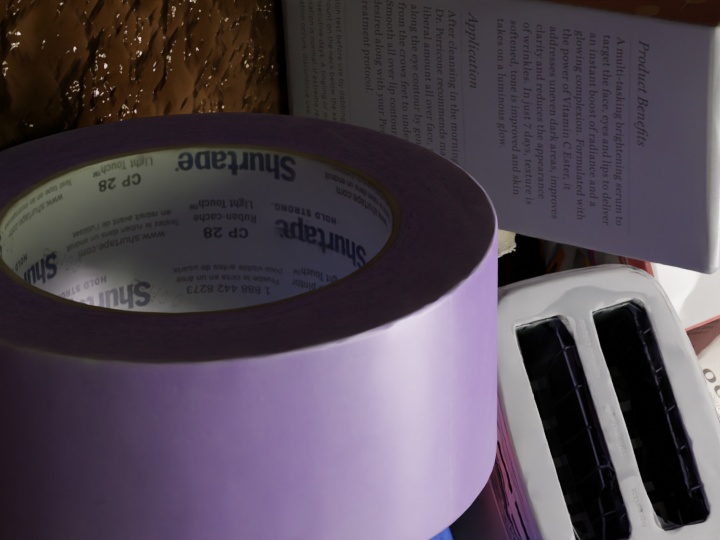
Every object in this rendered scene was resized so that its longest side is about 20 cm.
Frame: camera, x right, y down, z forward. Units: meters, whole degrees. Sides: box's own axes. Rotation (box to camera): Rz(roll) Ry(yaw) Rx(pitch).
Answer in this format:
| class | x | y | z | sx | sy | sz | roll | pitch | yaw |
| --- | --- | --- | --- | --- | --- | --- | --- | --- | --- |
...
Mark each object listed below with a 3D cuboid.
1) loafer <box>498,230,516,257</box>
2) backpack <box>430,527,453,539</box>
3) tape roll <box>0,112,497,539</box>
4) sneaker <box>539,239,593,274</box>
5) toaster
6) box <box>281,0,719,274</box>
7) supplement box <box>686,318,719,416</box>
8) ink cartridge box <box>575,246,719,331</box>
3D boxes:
| class | x | y | z | sx | sy | sz | roll | pitch | yaw |
| --- | --- | --- | --- | --- | --- | --- | --- | --- | --- |
| loafer | 0.000 | 0.000 | 0.983 | 0.199 | 0.075 | 0.069 | -21 | 122 | -46 |
| backpack | -0.043 | 0.136 | 0.853 | 0.163 | 0.167 | 0.201 | -95 | 168 | -48 |
| tape roll | -0.053 | 0.022 | 0.758 | 0.200 | 0.199 | 0.086 | -35 | 131 | -51 |
| sneaker | 0.139 | 0.030 | 1.220 | 0.076 | 0.091 | 0.202 | -18 | 119 | -58 |
| toaster | 0.091 | 0.082 | 0.978 | 0.129 | 0.113 | 0.201 | 120 | -41 | -66 |
| box | 0.089 | -0.094 | 0.963 | 0.152 | 0.199 | 0.107 | -40 | 134 | -50 |
| supplement box | 0.196 | 0.028 | 1.119 | 0.200 | 0.126 | 0.074 | -41 | 103 | -24 |
| ink cartridge box | 0.154 | -0.052 | 1.095 | 0.116 | 0.200 | 0.068 | -22 | 115 | -7 |
